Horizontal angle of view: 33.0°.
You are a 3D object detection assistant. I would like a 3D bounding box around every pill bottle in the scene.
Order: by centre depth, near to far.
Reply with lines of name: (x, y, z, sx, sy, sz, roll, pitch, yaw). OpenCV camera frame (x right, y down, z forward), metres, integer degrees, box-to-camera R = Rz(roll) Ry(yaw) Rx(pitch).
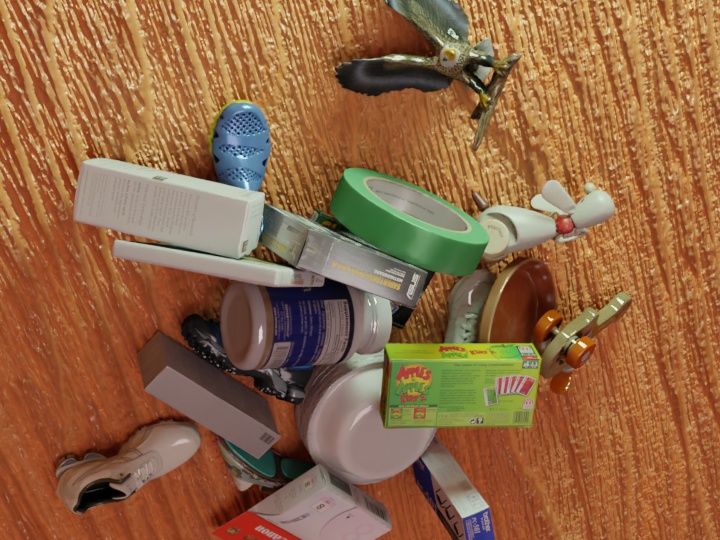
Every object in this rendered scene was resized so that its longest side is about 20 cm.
pill bottle: (-0.067, 0.063, 1.536, 0.199, 0.116, 0.116, -1, 116, -31)

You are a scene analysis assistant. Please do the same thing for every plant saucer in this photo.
plant saucer: (0.214, 0.079, 1.686, 0.200, 0.032, 0.201, -21, 117, -51)

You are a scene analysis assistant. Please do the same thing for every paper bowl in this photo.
paper bowl: (0.017, 0.206, 1.682, 0.200, 0.104, 0.202, -10, 118, -19)

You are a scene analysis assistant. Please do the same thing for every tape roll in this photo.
tape roll: (0.061, -0.062, 1.506, 0.200, 0.201, 0.048, 15, 110, -27)

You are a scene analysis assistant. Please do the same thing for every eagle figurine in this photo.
eagle figurine: (0.088, -0.266, 1.478, 0.199, 0.151, 0.152, 24, 62, 0)

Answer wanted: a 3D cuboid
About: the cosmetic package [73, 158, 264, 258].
cosmetic package: (-0.217, -0.073, 1.394, 0.199, 0.102, 0.074, 11, 99, 3)

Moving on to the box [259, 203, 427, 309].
box: (-0.029, -0.020, 1.465, 0.158, 0.200, 0.049, 19, 95, -23)

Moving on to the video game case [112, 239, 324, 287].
video game case: (-0.160, -0.007, 1.413, 0.199, 0.182, 0.023, 10, 92, 15)

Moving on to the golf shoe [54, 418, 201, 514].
golf shoe: (-0.296, 0.266, 1.590, 0.199, 0.097, 0.079, -22, 120, -12)

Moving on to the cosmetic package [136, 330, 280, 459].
cosmetic package: (-0.198, 0.164, 1.586, 0.051, 0.083, 0.200, -44, 122, 13)

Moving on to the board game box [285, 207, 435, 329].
board game box: (0.000, 0.000, 1.618, 0.199, 0.023, 0.105, 24, 106, -30)

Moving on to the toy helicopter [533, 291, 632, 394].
toy helicopter: (0.324, 0.096, 1.751, 0.200, 0.079, 0.133, -32, 148, -33)

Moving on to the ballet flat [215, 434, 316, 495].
ballet flat: (-0.129, 0.281, 1.689, 0.199, 0.069, 0.071, 26, 123, -31)

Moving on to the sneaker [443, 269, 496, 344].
sneaker: (0.154, 0.098, 1.683, 0.074, 0.100, 0.201, 9, 111, -16)

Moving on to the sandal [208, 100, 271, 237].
sandal: (-0.143, -0.105, 1.471, 0.079, 0.087, 0.201, -4, 115, -18)

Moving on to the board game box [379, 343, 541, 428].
board game box: (0.129, 0.150, 1.587, 0.199, 0.048, 0.102, 0, 112, -8)

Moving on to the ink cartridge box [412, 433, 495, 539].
ink cartridge box: (0.129, 0.319, 1.725, 0.044, 0.200, 0.094, -19, 121, -12)

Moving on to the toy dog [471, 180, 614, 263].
toy dog: (0.228, -0.080, 1.630, 0.199, 0.132, 0.097, -16, 82, -19)

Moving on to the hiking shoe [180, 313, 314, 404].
hiking shoe: (-0.145, 0.098, 1.594, 0.200, 0.074, 0.087, 34, 73, -29)

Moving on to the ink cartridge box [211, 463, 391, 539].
ink cartridge box: (-0.081, 0.364, 1.707, 0.200, 0.057, 0.162, -37, 134, 15)
